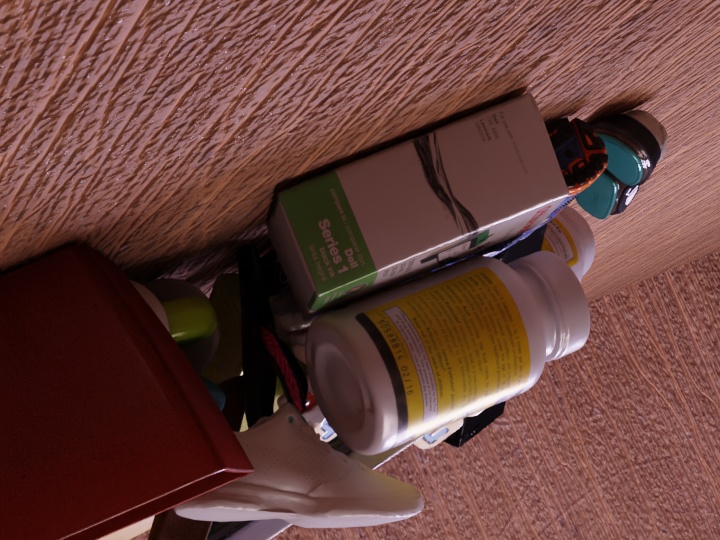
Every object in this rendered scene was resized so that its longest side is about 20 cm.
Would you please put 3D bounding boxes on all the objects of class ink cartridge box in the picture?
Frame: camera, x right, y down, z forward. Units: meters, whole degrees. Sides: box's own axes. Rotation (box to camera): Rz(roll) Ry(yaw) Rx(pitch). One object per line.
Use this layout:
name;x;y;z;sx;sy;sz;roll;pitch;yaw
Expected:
ink cartridge box;0.040;-0.044;1.558;0.200;0.085;0.146;-22;174;-8

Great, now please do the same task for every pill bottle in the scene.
pill bottle;0.068;0.054;1.589;0.200;0.112;0.111;-21;173;-25
pill bottle;0.145;-0.001;2.034;0.111;0.112;0.200;-28;179;36

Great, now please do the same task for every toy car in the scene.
toy car;-0.188;0.095;1.605;0.200;0.150;0.175;-24;173;13

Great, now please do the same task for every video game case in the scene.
video game case;-0.046;0.174;1.710;0.200;0.022;0.182;-34;-177;-7

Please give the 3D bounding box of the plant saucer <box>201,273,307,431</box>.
plant saucer;-0.054;0.106;1.837;0.199;0.048;0.200;9;125;-21

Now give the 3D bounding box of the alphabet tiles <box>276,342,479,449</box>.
alphabet tiles;0.035;0.080;1.794;0.195;0.015;0.200;-39;133;14

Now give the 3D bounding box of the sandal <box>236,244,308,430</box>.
sandal;-0.065;0.073;1.647;0.045;0.201;0.075;-7;161;5

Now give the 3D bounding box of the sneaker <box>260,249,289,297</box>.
sneaker;0.000;0.000;1.765;0.200;0.087;0.080;-16;169;-41

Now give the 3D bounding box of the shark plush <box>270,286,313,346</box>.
shark plush;0.017;-0.007;1.668;0.200;0.083;0.091;-42;-157;-17

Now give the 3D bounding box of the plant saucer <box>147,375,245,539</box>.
plant saucer;-0.134;0.173;1.687;0.037;0.201;0.200;19;167;-6

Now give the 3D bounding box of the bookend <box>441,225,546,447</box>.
bookend;0.044;0.023;1.913;0.092;0.198;0.201;-30;138;-55

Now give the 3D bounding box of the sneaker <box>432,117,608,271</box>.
sneaker;0.113;-0.046;1.694;0.200;0.075;0.078;-27;161;-29

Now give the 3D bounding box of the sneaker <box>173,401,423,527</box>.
sneaker;-0.042;0.143;1.577;0.199;0.089;0.075;9;161;-27

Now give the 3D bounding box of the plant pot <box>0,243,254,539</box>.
plant pot;-0.205;0.093;1.426;0.200;0.177;0.200;-24;173;0

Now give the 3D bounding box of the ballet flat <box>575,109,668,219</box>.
ballet flat;0.228;-0.103;1.850;0.073;0.073;0.200;-22;167;-8

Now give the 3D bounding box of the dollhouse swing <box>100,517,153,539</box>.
dollhouse swing;-0.256;0.153;1.794;0.176;0.182;0.200;-42;160;-36
